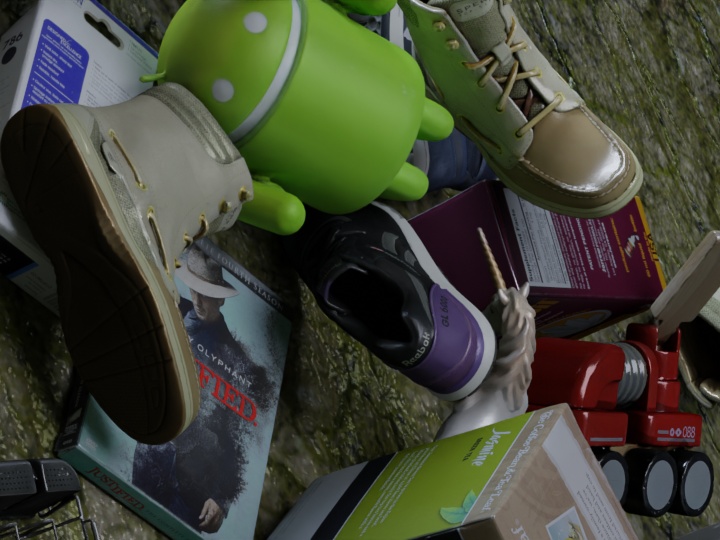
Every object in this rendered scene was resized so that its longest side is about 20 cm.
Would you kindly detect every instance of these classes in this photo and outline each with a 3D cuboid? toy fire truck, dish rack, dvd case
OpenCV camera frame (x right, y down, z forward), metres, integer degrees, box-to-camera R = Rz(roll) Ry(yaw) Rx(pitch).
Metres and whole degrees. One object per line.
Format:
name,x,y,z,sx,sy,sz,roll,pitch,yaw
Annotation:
toy fire truck,0.187,0.068,1.724,0.176,0.128,0.201,6,89,-51
dish rack,-0.187,0.192,1.276,0.153,0.054,0.201,1,71,-52
dvd case,-0.107,0.064,1.490,0.146,0.022,0.201,41,40,-31

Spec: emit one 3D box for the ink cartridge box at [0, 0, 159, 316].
ink cartridge box,-0.178,-0.077,1.469,0.099,0.039,0.201,40,42,-32

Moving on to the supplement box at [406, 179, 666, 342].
supplement box,0.115,-0.001,1.750,0.199,0.110,0.086,2,67,-52

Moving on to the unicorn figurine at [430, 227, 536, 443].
unicorn figurine,0.069,0.099,1.587,0.073,0.138,0.201,19,57,3

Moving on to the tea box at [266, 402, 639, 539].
tea box,0.065,0.214,1.455,0.201,0.196,0.134,62,34,-15

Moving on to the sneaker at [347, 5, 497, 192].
sneaker,0.051,-0.152,1.777,0.146,0.077,0.204,-4,82,-42

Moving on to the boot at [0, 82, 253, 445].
boot,-0.113,-0.010,1.425,0.154,0.072,0.201,-19,86,-59

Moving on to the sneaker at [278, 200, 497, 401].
sneaker,0.000,0.000,1.554,0.087,0.076,0.200,25,12,-47

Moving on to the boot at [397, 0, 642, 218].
boot,0.093,-0.130,1.597,0.200,0.072,0.155,42,-13,32

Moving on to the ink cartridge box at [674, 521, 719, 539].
ink cartridge box,0.305,0.276,1.799,0.144,0.145,0.201,-16,81,-55

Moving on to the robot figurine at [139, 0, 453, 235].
robot figurine,-0.041,-0.110,1.546,0.199,0.116,0.176,27,84,-30

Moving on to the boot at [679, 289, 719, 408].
boot,0.330,0.082,1.991,0.200,0.072,0.155,54,34,-1
